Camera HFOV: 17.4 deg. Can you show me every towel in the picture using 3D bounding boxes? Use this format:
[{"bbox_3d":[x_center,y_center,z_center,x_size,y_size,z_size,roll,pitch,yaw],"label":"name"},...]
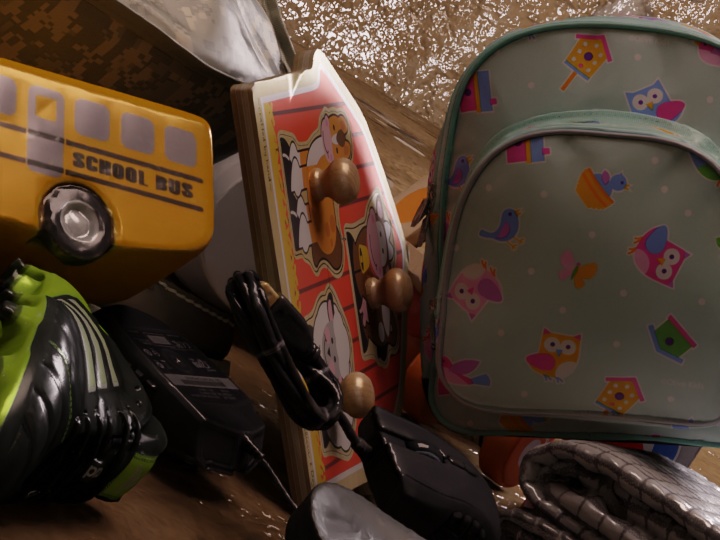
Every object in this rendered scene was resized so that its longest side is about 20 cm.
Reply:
[{"bbox_3d":[0.164,0.157,1.043,0.200,0.086,0.165,34,7,26],"label":"towel"}]

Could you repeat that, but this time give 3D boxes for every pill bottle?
[{"bbox_3d":[-0.062,-0.043,1.265,0.112,0.113,0.200,29,8,-21],"label":"pill bottle"}]

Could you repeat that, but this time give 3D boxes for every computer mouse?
[{"bbox_3d":[0.008,0.060,0.922,0.200,0.034,0.059,50,18,-46],"label":"computer mouse"},{"bbox_3d":[-0.042,0.085,0.902,0.200,0.034,0.059,44,14,26],"label":"computer mouse"}]

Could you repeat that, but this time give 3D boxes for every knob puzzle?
[{"bbox_3d":[0.000,0.000,1.037,0.030,0.221,0.220,-7,-3,16],"label":"knob puzzle"}]

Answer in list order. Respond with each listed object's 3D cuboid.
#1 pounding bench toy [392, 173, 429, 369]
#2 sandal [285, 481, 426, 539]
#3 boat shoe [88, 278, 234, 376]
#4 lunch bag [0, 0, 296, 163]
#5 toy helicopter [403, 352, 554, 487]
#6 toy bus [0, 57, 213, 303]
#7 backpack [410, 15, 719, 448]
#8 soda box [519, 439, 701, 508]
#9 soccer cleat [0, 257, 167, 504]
[{"bbox_3d":[0.102,0.029,1.375,0.200,0.156,0.124,59,-9,-27],"label":"pounding bench toy"},{"bbox_3d":[0.063,0.136,0.847,0.200,0.048,0.075,35,21,-21],"label":"sandal"},{"bbox_3d":[-0.126,-0.011,0.974,0.201,0.061,0.072,27,-11,-36],"label":"boat shoe"},{"bbox_3d":[-0.148,-0.098,1.020,0.200,0.164,0.118,19,47,-57],"label":"lunch bag"},{"bbox_3d":[0.098,0.008,1.236,0.132,0.201,0.079,-30,52,-34],"label":"toy helicopter"},{"bbox_3d":[-0.152,-0.038,0.869,0.199,0.079,0.065,15,-27,-35],"label":"toy bus"},{"bbox_3d":[0.113,-0.021,1.086,0.175,0.201,0.153,3,1,10],"label":"backpack"},{"bbox_3d":[0.159,0.055,1.198,0.063,0.200,0.070,33,8,9],"label":"soda box"},{"bbox_3d":[-0.101,0.047,0.775,0.081,0.068,0.200,43,6,-9],"label":"soccer cleat"}]
